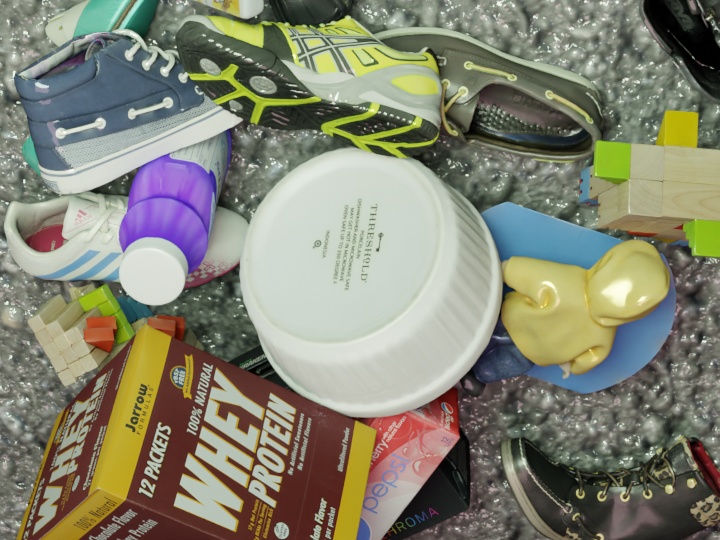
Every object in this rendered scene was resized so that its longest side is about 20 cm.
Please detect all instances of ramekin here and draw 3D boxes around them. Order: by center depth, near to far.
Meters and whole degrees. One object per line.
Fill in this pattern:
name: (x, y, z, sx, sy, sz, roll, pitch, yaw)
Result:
ramekin: (0.000, 0.000, 1.132, 0.200, 0.205, 0.094, -16, 152, 14)

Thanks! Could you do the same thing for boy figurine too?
boy figurine: (0.147, 0.030, 1.173, 0.199, 0.065, 0.124, -28, 116, 35)

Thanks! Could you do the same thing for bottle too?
bottle: (-0.138, -0.050, 1.118, 0.064, 0.201, 0.084, 9, 122, -3)

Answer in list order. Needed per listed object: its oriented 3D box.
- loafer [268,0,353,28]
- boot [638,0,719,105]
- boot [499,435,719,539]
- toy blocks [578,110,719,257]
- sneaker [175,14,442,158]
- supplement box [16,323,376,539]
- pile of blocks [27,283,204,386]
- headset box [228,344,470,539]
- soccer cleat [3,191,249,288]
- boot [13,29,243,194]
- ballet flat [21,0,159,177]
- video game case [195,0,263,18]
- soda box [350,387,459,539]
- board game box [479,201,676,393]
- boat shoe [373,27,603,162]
loafer: (-0.082, -0.246, 1.065, 0.070, 0.068, 0.201, -32, 119, 11)
boot: (0.256, -0.148, 1.070, 0.199, 0.132, 0.070, 37, 117, -19)
boot: (0.226, 0.188, 1.325, 0.150, 0.074, 0.200, -30, 120, 22)
toy blocks: (0.251, -0.053, 1.136, 0.197, 0.137, 0.102, 4, 84, -8)
sneaker: (-0.035, -0.144, 1.083, 0.198, 0.077, 0.075, 18, 154, -11)
supplement box: (-0.128, 0.172, 1.142, 0.198, 0.134, 0.197, 26, 144, -19)
pile of blocks: (-0.184, 0.042, 1.218, 0.062, 0.200, 0.083, -25, 78, 18)
headset box: (-0.027, 0.140, 1.299, 0.173, 0.093, 0.201, -26, 118, 18)
soccer cleat: (-0.188, -0.027, 1.201, 0.197, 0.071, 0.087, -3, 153, 7)
boot: (-0.149, -0.137, 1.089, 0.199, 0.072, 0.091, -32, 129, -27)
ballet flat: (-0.212, -0.152, 1.141, 0.070, 0.067, 0.201, 31, 119, 7)
video game case: (-0.139, -0.287, 1.012, 0.181, 0.023, 0.202, 25, 130, 32)
soda box: (0.002, 0.169, 1.223, 0.069, 0.064, 0.201, 26, 120, -13)
board game box: (0.157, 0.015, 1.241, 0.197, 0.039, 0.159, 18, 128, -2)
boat shoe: (0.087, -0.130, 1.135, 0.198, 0.061, 0.072, 11, 123, -4)
